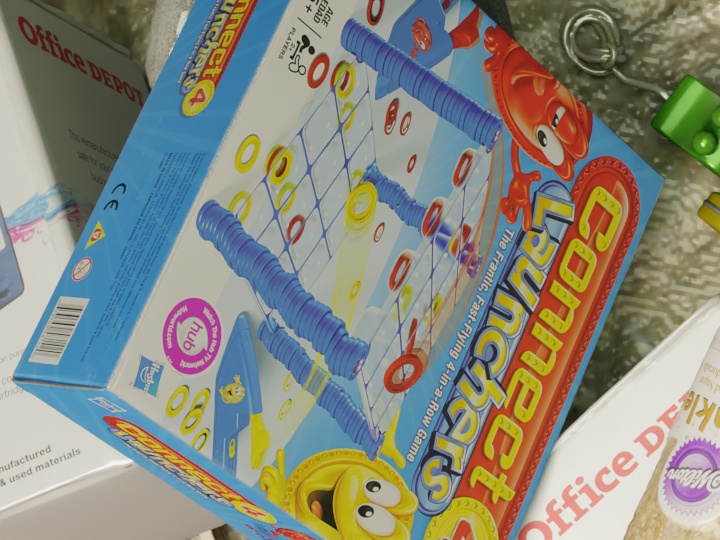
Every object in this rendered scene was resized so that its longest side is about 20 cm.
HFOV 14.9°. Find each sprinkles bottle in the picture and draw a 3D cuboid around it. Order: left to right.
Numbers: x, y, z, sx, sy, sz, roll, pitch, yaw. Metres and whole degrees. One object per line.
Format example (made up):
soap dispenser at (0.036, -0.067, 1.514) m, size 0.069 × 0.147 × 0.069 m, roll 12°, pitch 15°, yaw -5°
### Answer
sprinkles bottle at (0.135, 0.078, 0.970) m, size 0.068 × 0.068 × 0.200 m, roll 25°, pitch 91°, yaw 12°

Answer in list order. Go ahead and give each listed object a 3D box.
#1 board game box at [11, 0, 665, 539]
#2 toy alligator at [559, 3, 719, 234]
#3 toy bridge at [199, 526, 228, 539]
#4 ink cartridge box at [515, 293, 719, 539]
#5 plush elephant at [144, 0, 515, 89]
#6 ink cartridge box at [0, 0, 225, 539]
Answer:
board game box at (0.000, 0.000, 0.983) m, size 0.056 × 0.196 × 0.200 m, roll 4°, pitch 64°, yaw 48°
toy alligator at (0.153, -0.042, 1.068) m, size 0.200 × 0.054 × 0.059 m, roll 39°, pitch 94°, yaw 11°
toy bridge at (-0.009, 0.136, 1.102) m, size 0.200 × 0.027 × 0.067 m, roll 42°, pitch 95°, yaw 11°
ink cartridge box at (0.159, 0.126, 1.039) m, size 0.146 × 0.084 × 0.200 m, roll -42°, pitch 79°, yaw 6°
plush elephant at (-0.041, -0.134, 1.075) m, size 0.164 × 0.155 × 0.201 m, roll -25°, pitch 120°, yaw -29°
ink cartridge box at (-0.120, 0.004, 1.057) m, size 0.087 × 0.145 × 0.201 m, roll -22°, pitch 73°, yaw 15°
